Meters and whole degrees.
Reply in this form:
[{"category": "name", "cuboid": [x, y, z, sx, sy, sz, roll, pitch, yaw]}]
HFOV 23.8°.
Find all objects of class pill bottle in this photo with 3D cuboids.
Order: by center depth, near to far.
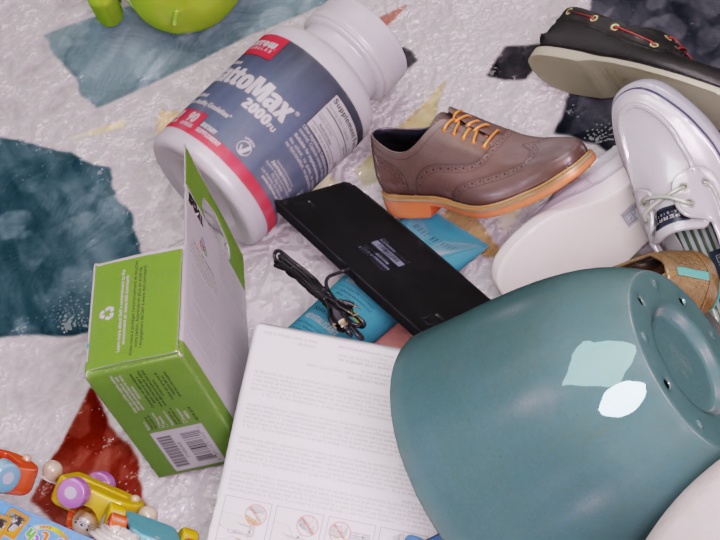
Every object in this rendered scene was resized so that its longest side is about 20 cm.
[{"category": "pill bottle", "cuboid": [-0.061, -0.129, 1.402, 0.119, 0.120, 0.200, 32, 68, 34]}]

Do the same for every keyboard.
[{"category": "keyboard", "cuboid": [0.000, 0.000, 1.289, 0.127, 0.021, 0.200, -17, 42, -33]}]

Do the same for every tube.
[{"category": "tube", "cuboid": [0.004, 0.026, 1.314, 0.077, 0.050, 0.200, 36, 65, 27]}]

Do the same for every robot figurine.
[{"category": "robot figurine", "cuboid": [-0.179, -0.296, 1.570, 0.175, 0.116, 0.200, -33, 51, -6]}]

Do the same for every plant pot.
[{"category": "plant pot", "cuboid": [0.144, 0.091, 1.078, 0.161, 0.200, 0.201, -33, 44, 31]}]

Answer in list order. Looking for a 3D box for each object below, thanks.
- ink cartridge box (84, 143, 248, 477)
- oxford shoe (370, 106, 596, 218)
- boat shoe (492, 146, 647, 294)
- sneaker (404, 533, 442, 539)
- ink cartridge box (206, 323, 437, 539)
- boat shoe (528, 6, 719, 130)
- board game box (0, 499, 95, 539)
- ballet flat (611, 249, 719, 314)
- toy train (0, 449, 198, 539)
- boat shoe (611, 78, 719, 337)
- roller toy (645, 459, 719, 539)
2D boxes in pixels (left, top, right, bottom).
[{"category": "ink cartridge box", "cuboid": [-0.140, 0.031, 1.289, 0.076, 0.148, 0.200, -13, 50, 11]}, {"category": "oxford shoe", "cuboid": [0.085, -0.085, 1.294, 0.200, 0.073, 0.071, -5, 27, 41]}, {"category": "boat shoe", "cuboid": [0.178, -0.049, 1.291, 0.200, 0.072, 0.069, -41, 24, -3]}, {"category": "sneaker", "cuboid": [0.038, 0.230, 1.126, 0.078, 0.066, 0.200, 33, 64, 27]}, {"category": "ink cartridge box", "cuboid": [-0.018, 0.148, 1.208, 0.162, 0.057, 0.200, 11, 77, 5]}, {"category": "boat shoe", "cuboid": [0.231, -0.163, 1.358, 0.201, 0.074, 0.063, 22, 71, 36]}, {"category": "board game box", "cuboid": [-0.175, 0.220, 1.154, 0.200, 0.151, 0.037, 16, 61, 28]}, {"category": "ballet flat", "cuboid": [0.152, 0.031, 1.188, 0.200, 0.072, 0.068, -20, 65, 37]}, {"category": "toy train", "cuboid": [-0.207, 0.179, 1.209, 0.200, 0.150, 0.056, 24, 93, 38]}, {"category": "boat shoe", "cuboid": [0.232, -0.041, 1.200, 0.074, 0.200, 0.067, -33, -3, 40]}, {"category": "roller toy", "cuboid": [0.252, 0.189, 1.009, 0.182, 0.200, 0.140, -48, 52, 5]}]
